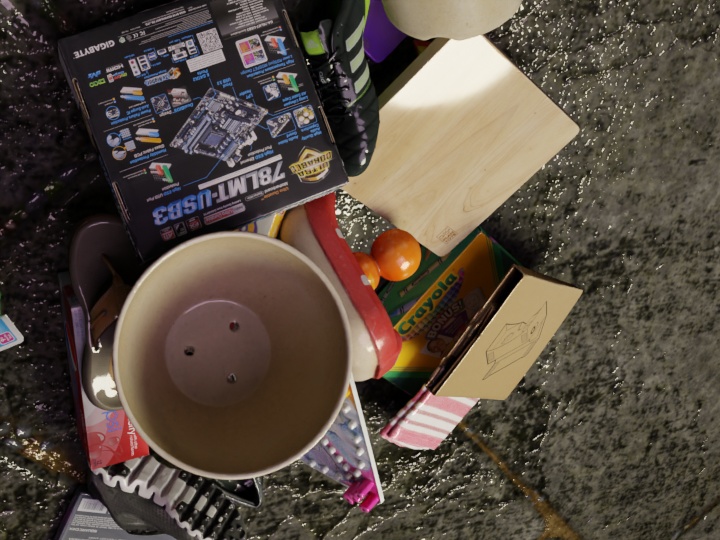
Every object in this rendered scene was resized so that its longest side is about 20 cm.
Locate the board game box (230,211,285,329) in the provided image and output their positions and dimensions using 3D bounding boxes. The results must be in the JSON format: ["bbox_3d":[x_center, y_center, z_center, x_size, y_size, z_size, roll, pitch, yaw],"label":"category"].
[{"bbox_3d":[-0.128,-0.043,1.001,0.030,0.095,0.202,-31,145,-66],"label":"board game box"}]

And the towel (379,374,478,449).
[{"bbox_3d":[0.113,0.127,1.207,0.200,0.030,0.146,-50,154,5],"label":"towel"}]

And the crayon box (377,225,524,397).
[{"bbox_3d":[0.090,0.041,1.185,0.200,0.058,0.119,-48,131,7],"label":"crayon box"}]

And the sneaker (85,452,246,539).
[{"bbox_3d":[-0.214,0.255,1.116,0.199,0.067,0.091,30,128,5],"label":"sneaker"}]

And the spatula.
[{"bbox_3d":[-0.031,-0.192,0.995,0.200,0.021,0.057,-41,117,5],"label":"spatula"}]

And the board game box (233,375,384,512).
[{"bbox_3d":[-0.073,0.146,1.081,0.026,0.199,0.202,-41,135,-32],"label":"board game box"}]

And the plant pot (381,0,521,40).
[{"bbox_3d":[0.070,-0.308,0.882,0.199,0.201,0.184,-26,140,-10],"label":"plant pot"}]

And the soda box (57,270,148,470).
[{"bbox_3d":[-0.255,0.097,1.032,0.063,0.070,0.202,-12,125,-23],"label":"soda box"}]

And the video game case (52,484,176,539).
[{"bbox_3d":[-0.296,0.339,1.201,0.142,0.019,0.201,16,113,-34],"label":"video game case"}]

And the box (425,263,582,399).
[{"bbox_3d":[0.166,0.074,1.155,0.164,0.021,0.199,-55,151,12],"label":"box"}]

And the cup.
[{"bbox_3d":[-0.119,0.072,0.911,0.198,0.143,0.203,1,87,-15],"label":"cup"}]

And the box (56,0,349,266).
[{"bbox_3d":[-0.134,-0.132,0.898,0.198,0.050,0.200,-23,94,-14],"label":"box"}]

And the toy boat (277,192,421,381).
[{"bbox_3d":[0.000,0.000,1.028,0.130,0.201,0.131,-26,165,-13],"label":"toy boat"}]

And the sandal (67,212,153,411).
[{"bbox_3d":[-0.222,0.046,0.939,0.081,0.055,0.202,-4,114,-27],"label":"sandal"}]

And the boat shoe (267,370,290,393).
[{"bbox_3d":[-0.109,0.144,1.041,0.062,0.199,0.075,-40,102,-34],"label":"boat shoe"}]

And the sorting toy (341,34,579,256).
[{"bbox_3d":[0.083,-0.141,1.044,0.200,0.070,0.198,-43,132,18],"label":"sorting toy"}]

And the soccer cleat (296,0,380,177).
[{"bbox_3d":[-0.024,-0.186,0.933,0.081,0.067,0.203,-9,98,-56],"label":"soccer cleat"}]

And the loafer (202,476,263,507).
[{"bbox_3d":[-0.169,0.197,1.141,0.068,0.071,0.201,-39,130,1],"label":"loafer"}]

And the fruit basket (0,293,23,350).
[{"bbox_3d":[-0.424,0.042,0.895,0.198,0.094,0.186,-26,129,-7],"label":"fruit basket"}]
